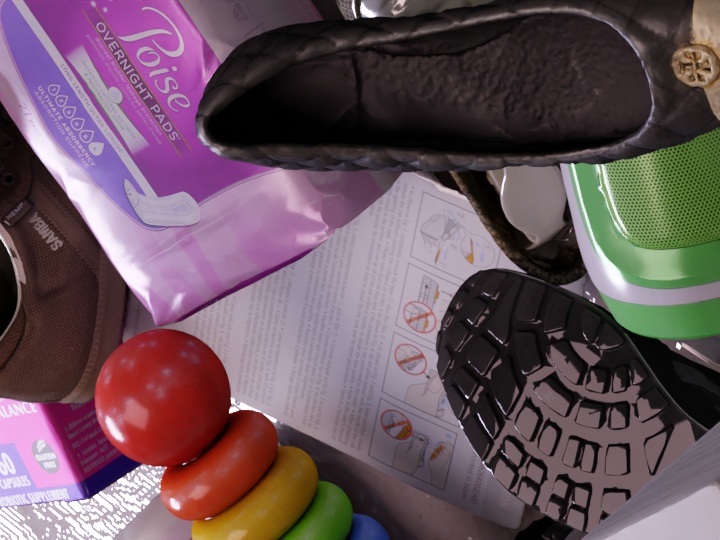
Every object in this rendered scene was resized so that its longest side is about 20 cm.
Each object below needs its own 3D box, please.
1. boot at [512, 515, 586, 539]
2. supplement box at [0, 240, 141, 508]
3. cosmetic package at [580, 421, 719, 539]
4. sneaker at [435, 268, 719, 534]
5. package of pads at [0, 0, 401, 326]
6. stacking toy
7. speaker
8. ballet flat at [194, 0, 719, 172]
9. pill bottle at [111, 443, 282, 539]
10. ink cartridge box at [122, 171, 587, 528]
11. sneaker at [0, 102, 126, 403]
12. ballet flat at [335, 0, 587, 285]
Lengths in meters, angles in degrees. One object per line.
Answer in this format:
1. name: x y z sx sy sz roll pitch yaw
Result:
1. boot: 0.113 0.177 1.055 0.168 0.076 0.200 45 132 7
2. supplement box: -0.160 -0.002 1.188 0.101 0.103 0.201 -12 105 48
3. cosmetic package: 0.173 0.077 0.840 0.081 0.200 0.113 -35 88 48
4. sneaker: 0.119 0.068 0.966 0.200 0.087 0.076 35 107 17
5. package of pads: -0.081 -0.089 1.001 0.120 0.076 0.201 -27 101 41
6. stacking toy: -0.032 0.104 1.046 0.085 0.085 0.200 -21 111 49
7. speaker: 0.101 -0.081 0.893 0.088 0.088 0.201 5 119 42
8. ballet flat: 0.042 -0.056 0.845 0.199 0.057 0.067 -7 111 21
9. pill bottle: -0.020 0.178 1.162 0.200 0.112 0.112 48 139 8
10. ink cartridge box: 0.000 0.000 1.091 0.199 0.050 0.163 23 131 14
11. sneaker: -0.138 -0.046 1.097 0.070 0.075 0.202 -9 79 57
12. ballet flat: 0.042 -0.070 0.924 0.068 0.076 0.200 -25 129 9
